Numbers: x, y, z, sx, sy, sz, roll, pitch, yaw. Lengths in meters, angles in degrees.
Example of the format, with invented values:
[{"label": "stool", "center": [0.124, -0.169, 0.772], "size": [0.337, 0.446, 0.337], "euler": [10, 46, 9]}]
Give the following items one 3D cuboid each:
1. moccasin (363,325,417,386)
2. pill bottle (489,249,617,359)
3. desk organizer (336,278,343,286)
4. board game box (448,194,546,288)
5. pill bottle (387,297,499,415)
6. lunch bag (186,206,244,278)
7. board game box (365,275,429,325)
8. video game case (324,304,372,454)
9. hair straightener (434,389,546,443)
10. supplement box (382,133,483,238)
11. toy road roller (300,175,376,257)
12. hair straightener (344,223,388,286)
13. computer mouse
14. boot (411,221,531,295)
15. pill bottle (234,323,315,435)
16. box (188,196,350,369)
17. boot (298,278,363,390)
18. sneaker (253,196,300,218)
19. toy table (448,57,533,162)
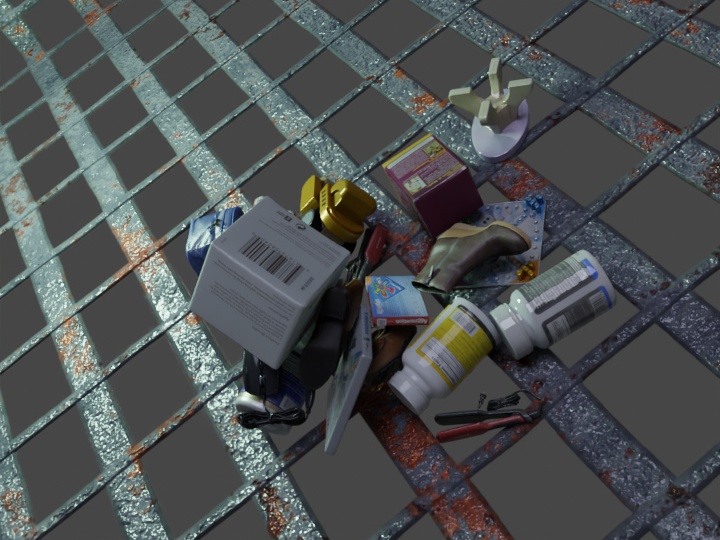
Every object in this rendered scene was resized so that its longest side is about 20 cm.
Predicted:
[{"label": "moccasin", "center": [0.040, 0.137, 1.525], "size": [0.077, 0.074, 0.202], "euler": [34, 39, 4]}, {"label": "pill bottle", "center": [0.330, 0.062, 1.463], "size": [0.198, 0.114, 0.114], "euler": [-31, 46, 2]}, {"label": "desk organizer", "center": [-0.132, 0.053, 1.672], "size": [0.196, 0.077, 0.073], "euler": [0, 88, -2]}, {"label": "board game box", "center": [0.257, -0.058, 1.658], "size": [0.196, 0.026, 0.203], "euler": [-4, 54, 25]}, {"label": "pill bottle", "center": [0.142, 0.154, 1.491], "size": [0.200, 0.112, 0.111], "euler": [-44, 47, -11]}, {"label": "lunch bag", "center": [-0.275, -0.039, 1.805], "size": [0.130, 0.202, 0.137], "euler": [-14, 43, 13]}, {"label": "board game box", "center": [0.066, 0.055, 1.589], "size": [0.101, 0.020, 0.201], "euler": [0, 21, -4]}, {"label": "video game case", "center": [-0.022, 0.187, 1.481], "size": [0.022, 0.203, 0.183], "euler": [17, 23, -9]}, {"label": "hair straightener", "center": [0.218, 0.233, 1.436], "size": [0.197, 0.041, 0.078], "euler": [-18, 48, 15]}, {"label": "supplement box", "center": [0.146, -0.177, 1.733], "size": [0.130, 0.104, 0.201], "euler": [-32, 33, 0]}, {"label": "toy road roller", "center": [-0.040, -0.135, 1.764], "size": [0.146, 0.122, 0.202], "euler": [-44, 29, 28]}, {"label": "hair straightener", "center": [0.000, 0.000, 1.741], "size": [0.076, 0.041, 0.203], "euler": [-18, 49, 50]}, {"label": "computer mouse", "center": [-0.148, 0.182, 1.516], "size": [0.137, 0.046, 0.203], "euler": [1, 62, 2]}, {"label": "boot", "center": [0.206, -0.014, 1.577], "size": [0.198, 0.073, 0.167], "euler": [9, 53, 46]}, {"label": "pill bottle", "center": [-0.143, 0.195, 1.604], "size": [0.118, 0.120, 0.202], "euler": [10, 59, 33]}, {"label": "box", "center": [-0.160, 0.019, 1.505], "size": [0.197, 0.173, 0.200], "euler": [33, 38, 7]}, {"label": "boot", "center": [-0.051, 0.113, 1.554], "size": [0.067, 0.200, 0.192], "euler": [11, 94, 8]}, {"label": "sneaker", "center": [-0.174, -0.101, 1.896], "size": [0.082, 0.078, 0.200], "euler": [-35, 55, -8]}, {"label": "toy table", "center": [0.290, -0.346, 1.807], "size": [0.181, 0.118, 0.203], "euler": [-12, 49, 19]}]
